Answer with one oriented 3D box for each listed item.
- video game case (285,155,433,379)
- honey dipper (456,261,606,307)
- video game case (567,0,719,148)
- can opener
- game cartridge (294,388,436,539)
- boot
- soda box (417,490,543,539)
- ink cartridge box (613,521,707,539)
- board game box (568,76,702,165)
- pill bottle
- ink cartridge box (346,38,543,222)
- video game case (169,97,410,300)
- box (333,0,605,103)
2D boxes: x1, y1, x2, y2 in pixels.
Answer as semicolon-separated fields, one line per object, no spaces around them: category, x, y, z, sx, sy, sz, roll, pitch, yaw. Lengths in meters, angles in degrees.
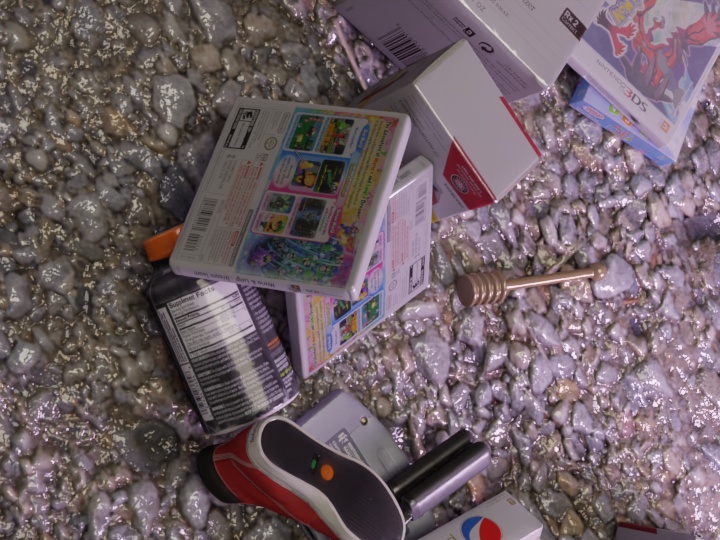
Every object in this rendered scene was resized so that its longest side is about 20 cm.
video game case;0.000;0.000;1.286;0.181;0.201;0.024;-36;60;-23
honey dipper;0.202;0.012;1.451;0.197;0.038;0.039;-7;89;-27
video game case;0.341;-0.279;1.507;0.182;0.023;0.201;38;71;-17
can opener;0.053;0.245;1.327;0.199;0.053;0.068;-31;131;-25
game cartridge;-0.006;0.233;1.336;0.132;0.041;0.201;-35;101;-20
boot;-0.061;0.225;1.256;0.199;0.144;0.073;40;51;-18
soda box;0.099;0.309;1.330;0.198;0.064;0.069;-21;135;-37
ink cartridge box;0.395;0.388;1.453;0.198;0.145;0.147;22;77;-23
board game box;0.349;-0.252;1.541;0.150;0.036;0.202;28;76;-21
pill bottle;-0.143;0.049;1.247;0.105;0.106;0.202;-25;96;-24
ink cartridge box;0.069;-0.131;1.306;0.083;0.199;0.146;-43;103;-26
video game case;-0.063;-0.072;1.188;0.179;0.024;0.202;8;58;17
box;0.111;-0.282;1.340;0.198;0.199;0.131;40;72;-17
